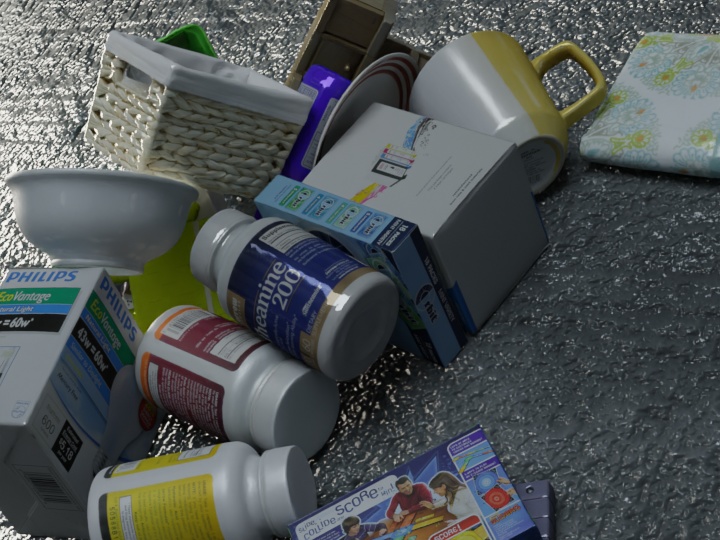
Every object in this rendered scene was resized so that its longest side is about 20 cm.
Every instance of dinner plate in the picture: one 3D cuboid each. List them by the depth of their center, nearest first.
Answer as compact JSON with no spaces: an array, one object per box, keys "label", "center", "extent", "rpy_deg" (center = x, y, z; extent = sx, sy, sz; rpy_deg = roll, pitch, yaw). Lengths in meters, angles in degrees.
[{"label":"dinner plate","center":[0.002,-0.148,1.656],"extent":[0.024,0.201,0.201],"rpy_deg":[28,62,25]}]

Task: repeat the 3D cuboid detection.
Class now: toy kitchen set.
[{"label":"toy kitchen set","center":[-0.002,-0.186,1.738],"extent":[0.162,0.201,0.182],"rpy_deg":[20,46,-11]}]

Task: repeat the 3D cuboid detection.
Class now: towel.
[{"label":"towel","center":[0.351,-0.181,1.628],"extent":[0.170,0.048,0.201],"rpy_deg":[8,52,37]}]

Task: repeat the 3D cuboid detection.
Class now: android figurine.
[{"label":"android figurine","center":[-0.191,0.012,1.650],"extent":[0.198,0.041,0.184],"rpy_deg":[-11,83,14]}]

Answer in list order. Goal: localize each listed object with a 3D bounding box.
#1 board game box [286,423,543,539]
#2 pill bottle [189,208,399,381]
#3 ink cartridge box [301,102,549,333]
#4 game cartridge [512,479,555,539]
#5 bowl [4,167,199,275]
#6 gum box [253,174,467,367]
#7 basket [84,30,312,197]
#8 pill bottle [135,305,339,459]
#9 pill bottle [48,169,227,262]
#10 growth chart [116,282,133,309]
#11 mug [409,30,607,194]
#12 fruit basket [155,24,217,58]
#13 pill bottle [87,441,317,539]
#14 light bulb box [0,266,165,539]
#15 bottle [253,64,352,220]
[{"label":"board game box","center":[0.045,0.232,1.319],"extent":[0.199,0.035,0.136],"rpy_deg":[-27,40,-1]},{"label":"pill bottle","center":[-0.069,0.016,1.467],"extent":[0.199,0.111,0.111],"rpy_deg":[29,63,30]},{"label":"ink cartridge box","center":[0.064,-0.057,1.570],"extent":[0.199,0.148,0.145],"rpy_deg":[21,59,41]},{"label":"game cartridge","center":[0.074,0.256,1.332],"extent":[0.198,0.039,0.130],"rpy_deg":[-11,39,17]},{"label":"bowl","center":[-0.269,-0.045,1.554],"extent":[0.199,0.201,0.091],"rpy_deg":[0,84,27]},{"label":"gum box","center":[0.000,0.000,1.527],"extent":[0.199,0.171,0.045],"rpy_deg":[21,59,40]},{"label":"basket","center":[-0.174,-0.159,1.589],"extent":[0.135,0.199,0.125],"rpy_deg":[31,106,43]},{"label":"pill bottle","center":[-0.123,0.115,1.515],"extent":[0.199,0.115,0.114],"rpy_deg":[20,58,39]},{"label":"pill bottle","center":[-0.258,-0.059,1.739],"extent":[0.198,0.116,0.116],"rpy_deg":[-19,41,7]},{"label":"growth chart","center":[-0.228,0.014,1.748],"extent":[0.198,0.018,0.145],"rpy_deg":[-23,40,3]},{"label":"mug","center":[0.160,-0.170,1.633],"extent":[0.187,0.149,0.154],"rpy_deg":[-52,45,21]},{"label":"fruit basket","center":[-0.195,-0.181,1.790],"extent":[0.154,0.217,0.216],"rpy_deg":[-28,41,-3]},{"label":"pill bottle","center":[-0.146,0.223,1.418],"extent":[0.198,0.112,0.112],"rpy_deg":[-13,42,16]},{"label":"light bulb box","center":[-0.305,0.133,1.527],"extent":[0.124,0.199,0.201],"rpy_deg":[0,48,24]},{"label":"bottle","center":[-0.062,-0.123,1.666],"extent":[0.065,0.083,0.202],"rpy_deg":[29,98,31]}]
